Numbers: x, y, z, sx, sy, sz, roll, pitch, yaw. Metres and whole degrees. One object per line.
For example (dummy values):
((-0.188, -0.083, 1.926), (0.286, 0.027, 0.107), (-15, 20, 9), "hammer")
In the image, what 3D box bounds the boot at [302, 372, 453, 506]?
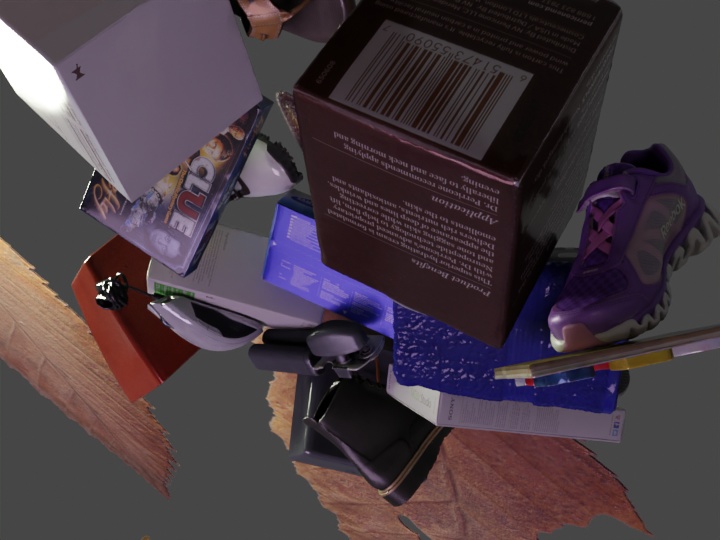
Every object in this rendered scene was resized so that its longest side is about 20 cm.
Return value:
((0.041, 0.127, 1.022), (0.138, 0.201, 0.077), (40, 148, -10), "boot")

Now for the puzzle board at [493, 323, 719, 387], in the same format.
((0.174, 0.059, 0.652), (0.147, 0.018, 0.200), (-11, 174, 1), "puzzle board")

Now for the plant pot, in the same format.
((-0.268, 0.031, 1.255), (0.177, 0.200, 0.199), (49, 152, -5), "plant pot")

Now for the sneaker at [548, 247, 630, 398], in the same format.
((0.205, 0.053, 0.854), (0.076, 0.079, 0.200), (-13, 136, 33), "sneaker")

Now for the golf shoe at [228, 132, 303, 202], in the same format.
((-0.145, -0.092, 1.005), (0.197, 0.095, 0.078), (5, 141, 43), "golf shoe")

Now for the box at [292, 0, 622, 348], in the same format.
((0.068, -0.088, 0.678), (0.164, 0.166, 0.201), (24, 152, 18), "box")

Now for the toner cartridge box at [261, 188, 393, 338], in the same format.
((0.000, 0.000, 0.976), (0.197, 0.043, 0.096), (24, 121, 11), "toner cartridge box")

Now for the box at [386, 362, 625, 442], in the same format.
((0.139, 0.129, 0.939), (0.196, 0.037, 0.144), (9, -178, -18), "box")

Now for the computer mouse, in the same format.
((-0.201, 0.055, 1.060), (0.197, 0.045, 0.109), (21, 164, -25), "computer mouse")

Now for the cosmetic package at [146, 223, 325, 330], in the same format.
((-0.135, 0.006, 1.078), (0.196, 0.087, 0.108), (16, 165, -7), "cosmetic package")

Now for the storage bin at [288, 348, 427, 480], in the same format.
((0.010, 0.170, 1.122), (0.196, 0.137, 0.145), (15, 161, -15), "storage bin")

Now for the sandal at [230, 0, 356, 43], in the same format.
((-0.088, -0.223, 0.766), (0.197, 0.055, 0.082), (25, 151, 23), "sandal")

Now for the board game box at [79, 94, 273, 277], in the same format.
((-0.187, -0.113, 0.951), (0.134, 0.035, 0.202), (31, 114, 5), "board game box")

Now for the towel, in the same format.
((0.125, 0.046, 0.797), (0.195, 0.050, 0.150), (6, 127, 10), "towel")

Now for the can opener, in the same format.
((-0.056, 0.075, 1.029), (0.198, 0.053, 0.068), (-1, 127, 46), "can opener")

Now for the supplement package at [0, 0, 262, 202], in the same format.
((-0.211, -0.197, 0.790), (0.199, 0.151, 0.152), (39, 160, 32), "supplement package")

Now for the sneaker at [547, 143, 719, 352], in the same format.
((0.176, -0.022, 0.648), (0.080, 0.200, 0.090), (-10, 114, 45), "sneaker")
